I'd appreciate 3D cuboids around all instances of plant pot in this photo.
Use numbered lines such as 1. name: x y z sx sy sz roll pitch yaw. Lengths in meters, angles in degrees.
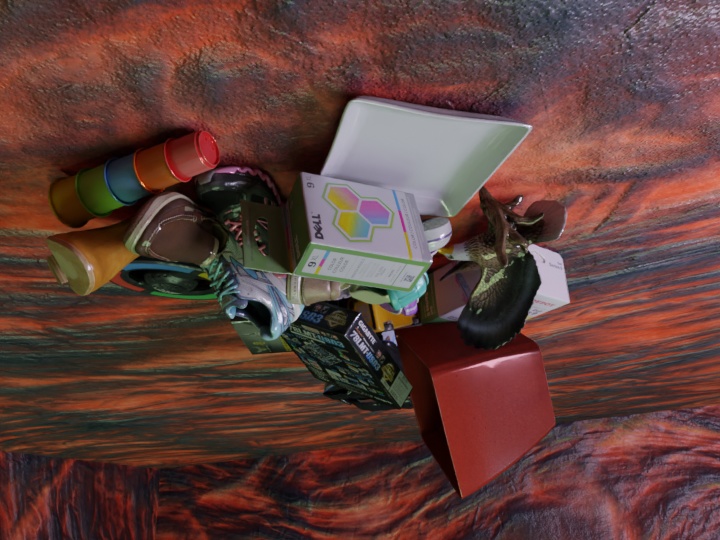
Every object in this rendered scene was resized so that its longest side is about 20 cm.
1. plant pot: 0.177 0.181 0.945 0.174 0.203 0.200 -17 -167 -7

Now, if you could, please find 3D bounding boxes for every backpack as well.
1. backpack: 0.015 0.206 1.298 0.189 0.156 0.200 -23 145 22

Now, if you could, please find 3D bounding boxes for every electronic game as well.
1. electronic game: -0.278 0.012 0.917 0.197 0.042 0.200 3 164 1

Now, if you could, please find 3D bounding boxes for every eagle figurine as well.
1. eagle figurine: 0.174 -0.013 0.831 0.150 0.152 0.201 27 149 25

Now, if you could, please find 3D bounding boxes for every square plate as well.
1. square plate: 0.055 -0.123 0.695 0.197 0.029 0.198 4 156 -17

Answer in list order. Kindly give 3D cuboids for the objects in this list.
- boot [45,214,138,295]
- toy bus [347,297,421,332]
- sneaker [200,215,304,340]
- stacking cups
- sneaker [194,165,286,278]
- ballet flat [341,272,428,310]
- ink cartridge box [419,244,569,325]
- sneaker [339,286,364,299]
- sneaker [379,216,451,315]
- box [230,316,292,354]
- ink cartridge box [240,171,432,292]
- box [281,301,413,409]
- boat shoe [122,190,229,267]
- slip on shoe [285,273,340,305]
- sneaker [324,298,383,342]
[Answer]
1. boot: -0.278 -0.035 0.719 0.143 0.072 0.200 -32 -165 -28
2. toy bus: 0.041 0.064 1.007 0.077 0.066 0.199 -13 174 27
3. sneaker: -0.162 0.011 0.822 0.200 0.087 0.077 42 133 -12
4. stacking cups: -0.243 -0.097 0.671 0.197 0.061 0.060 -13 155 22
5. sneaker: -0.127 -0.051 0.756 0.078 0.097 0.200 -12 154 23
6. ballet flat: 0.000 0.000 0.802 0.199 0.070 0.068 24 144 50
7. ink cartridge box: 0.209 0.032 1.002 0.144 0.089 0.199 14 150 -33
8. sneaker: -0.071 -0.008 0.900 0.197 0.076 0.081 4 147 -18
9. sneaker: 0.070 -0.001 0.834 0.072 0.116 0.200 -25 -177 -28
10. box: -0.146 0.104 1.169 0.156 0.049 0.201 -4 156 0
11. ink cartridge box: -0.027 -0.045 0.684 0.197 0.105 0.060 8 138 -23
12. box: -0.039 0.121 0.971 0.198 0.050 0.199 11 144 42
13. boat shoe: -0.191 -0.041 0.699 0.074 0.075 0.202 33 -172 -1
14. slip on shoe: -0.049 -0.013 0.766 0.060 0.077 0.200 3 -164 1
15. sneaker: -0.050 0.077 1.031 0.084 0.078 0.200 -15 129 36
